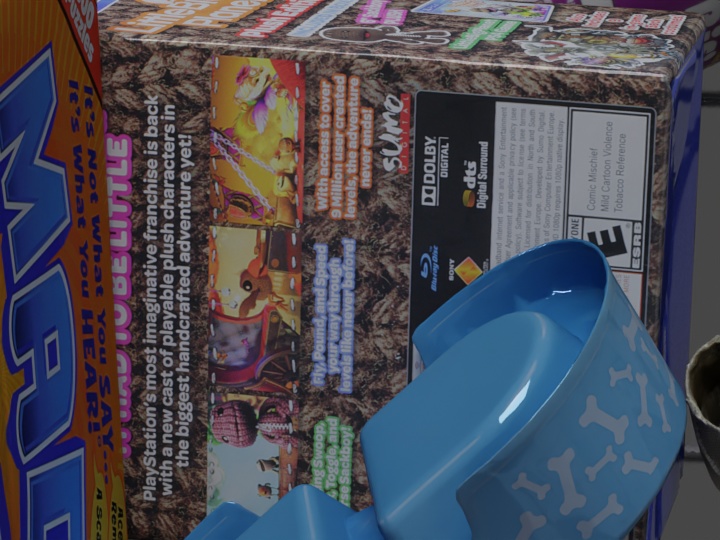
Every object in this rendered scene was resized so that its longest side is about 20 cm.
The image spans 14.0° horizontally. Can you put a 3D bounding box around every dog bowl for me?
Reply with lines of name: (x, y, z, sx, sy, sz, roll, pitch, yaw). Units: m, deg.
dog bowl: (0.008, 0.078, 0.814, 0.200, 0.050, 0.112, -42, 18, 10)

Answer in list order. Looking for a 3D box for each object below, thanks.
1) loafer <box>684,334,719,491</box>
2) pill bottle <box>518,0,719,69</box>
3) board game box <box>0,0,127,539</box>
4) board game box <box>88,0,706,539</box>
loafer: (0.168, 0.048, 0.857, 0.199, 0.068, 0.076, -8, 51, 50)
pill bottle: (0.105, -0.125, 1.090, 0.199, 0.113, 0.112, -26, 44, -20)
board game box: (-0.191, 0.027, 0.800, 0.199, 0.201, 0.200, 1, 14, 14)
board game box: (0.000, 0.000, 0.907, 0.199, 0.160, 0.097, 6, 17, 12)
